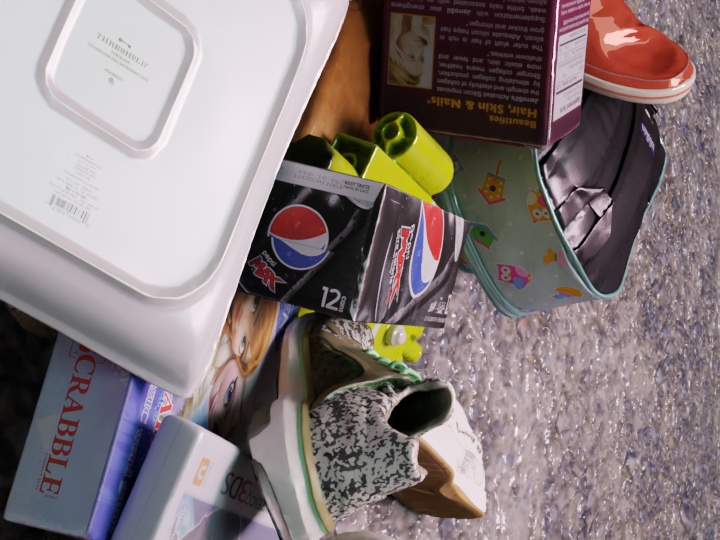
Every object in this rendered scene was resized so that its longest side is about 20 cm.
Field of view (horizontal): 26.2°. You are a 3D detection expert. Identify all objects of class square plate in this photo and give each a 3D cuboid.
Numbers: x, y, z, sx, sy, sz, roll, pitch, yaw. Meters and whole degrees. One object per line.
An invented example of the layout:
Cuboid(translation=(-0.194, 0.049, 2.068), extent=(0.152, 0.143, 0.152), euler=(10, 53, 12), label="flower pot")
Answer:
Cuboid(translation=(-0.097, -0.078, 0.596), extent=(0.200, 0.028, 0.199), euler=(33, 69, -36), label="square plate")

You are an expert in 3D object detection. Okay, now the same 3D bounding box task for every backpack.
Cuboid(translation=(0.122, -0.069, 1.087), extent=(0.176, 0.153, 0.200), euler=(60, 30, -33), label="backpack")

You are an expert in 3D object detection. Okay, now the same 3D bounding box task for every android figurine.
Cuboid(translation=(0.000, 0.000, 0.926), extent=(0.183, 0.041, 0.200), euler=(-64, 147, -10), label="android figurine")

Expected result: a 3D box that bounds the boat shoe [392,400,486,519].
Cuboid(translation=(0.038, 0.108, 1.012), extent=(0.200, 0.070, 0.070), euler=(53, 42, -63), label="boat shoe")

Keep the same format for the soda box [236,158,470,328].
Cuboid(translation=(-0.001, -0.010, 0.767), extent=(0.200, 0.070, 0.064), euler=(10, 94, -75), label="soda box")

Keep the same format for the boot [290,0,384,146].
Cuboid(translation=(-0.021, -0.163, 0.926), extent=(0.188, 0.068, 0.201), euler=(57, 44, -63), label="boot")

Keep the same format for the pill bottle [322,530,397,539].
Cuboid(translation=(0.033, 0.234, 0.945), extent=(0.200, 0.112, 0.113), euler=(42, 53, -56), label="pill bottle")

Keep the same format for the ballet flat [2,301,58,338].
Cuboid(translation=(-0.136, -0.065, 0.668), extent=(0.070, 0.065, 0.201), euler=(-40, 125, -58), label="ballet flat")

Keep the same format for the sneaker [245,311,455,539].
Cuboid(translation=(0.005, 0.071, 0.753), extent=(0.200, 0.088, 0.077), euler=(-75, 153, -69), label="sneaker")

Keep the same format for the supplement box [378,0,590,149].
Cuboid(translation=(0.079, -0.184, 0.932), extent=(0.086, 0.110, 0.201), euler=(-33, 129, -63), label="supplement box")

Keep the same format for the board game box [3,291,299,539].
Cuboid(translation=(-0.081, 0.035, 0.723), extent=(0.200, 0.041, 0.201), euler=(52, 51, -71), label="board game box")

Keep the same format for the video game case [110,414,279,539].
Cuboid(translation=(-0.090, 0.175, 0.695), extent=(0.201, 0.023, 0.182), euler=(-67, 163, -9), label="video game case")

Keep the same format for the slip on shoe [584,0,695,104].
Cuboid(translation=(0.138, -0.177, 1.017), extent=(0.074, 0.200, 0.061), euler=(-56, -179, -42), label="slip on shoe")
